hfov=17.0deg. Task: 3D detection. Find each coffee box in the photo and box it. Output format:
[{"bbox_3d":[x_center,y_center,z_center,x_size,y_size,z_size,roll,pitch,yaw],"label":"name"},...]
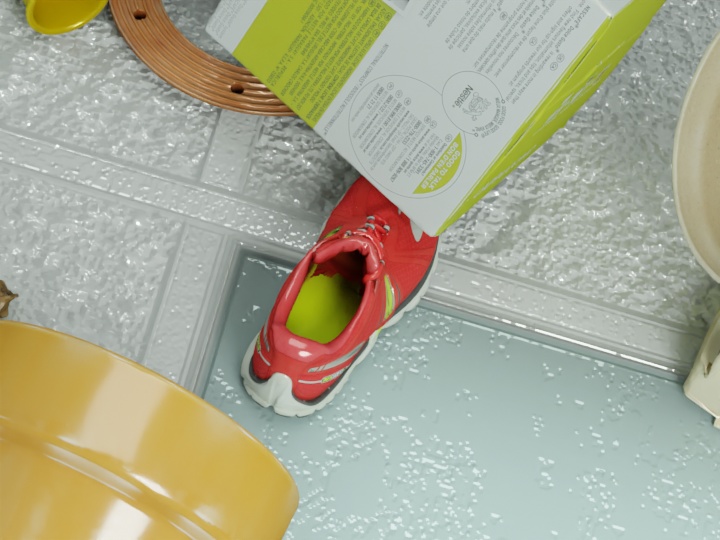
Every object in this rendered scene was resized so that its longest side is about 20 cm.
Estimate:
[{"bbox_3d":[0.066,-0.180,1.457,0.198,0.200,0.200,42,37,5],"label":"coffee box"}]

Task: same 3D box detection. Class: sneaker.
[{"bbox_3d":[0.000,0.000,1.432,0.077,0.085,0.200,27,54,4],"label":"sneaker"}]

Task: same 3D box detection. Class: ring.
[{"bbox_3d":[-0.069,-0.179,1.579,0.199,0.019,0.201,6,56,-9],"label":"ring"}]

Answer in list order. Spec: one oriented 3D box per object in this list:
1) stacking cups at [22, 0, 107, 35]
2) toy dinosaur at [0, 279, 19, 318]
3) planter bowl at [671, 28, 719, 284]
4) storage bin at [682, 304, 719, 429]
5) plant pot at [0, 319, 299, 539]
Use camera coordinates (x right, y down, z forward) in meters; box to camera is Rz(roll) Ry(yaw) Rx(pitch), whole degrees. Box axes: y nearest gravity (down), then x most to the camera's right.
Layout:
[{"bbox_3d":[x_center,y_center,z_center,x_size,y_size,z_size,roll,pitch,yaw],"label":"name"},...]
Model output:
[{"bbox_3d":[-0.230,-0.246,1.559,0.060,0.061,0.200,-19,63,-25],"label":"stacking cups"},{"bbox_3d":[-0.284,0.035,1.354,0.200,0.061,0.106,-33,71,-30],"label":"toy dinosaur"},{"bbox_3d":[0.297,-0.065,1.389,0.134,0.200,0.201,17,49,-36],"label":"planter bowl"},{"bbox_3d":[0.329,0.033,1.486,0.198,0.094,0.200,27,54,5],"label":"storage bin"},{"bbox_3d":[-0.159,0.155,1.234,0.199,0.200,0.184,25,69,4],"label":"plant pot"}]
